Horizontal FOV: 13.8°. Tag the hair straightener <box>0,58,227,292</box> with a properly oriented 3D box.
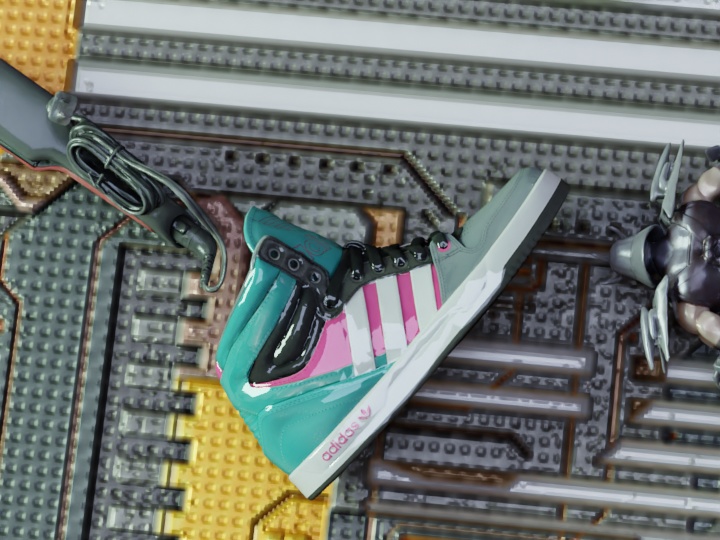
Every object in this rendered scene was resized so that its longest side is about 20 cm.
[{"bbox_3d":[-0.145,-0.057,1.484,0.200,0.077,0.041,39,81,11],"label":"hair straightener"}]

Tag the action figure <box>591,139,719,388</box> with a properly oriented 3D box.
[{"bbox_3d":[0.212,0.000,1.454,0.199,0.069,0.131,3,84,9],"label":"action figure"}]

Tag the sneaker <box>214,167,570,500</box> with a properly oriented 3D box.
[{"bbox_3d":[0.000,0.000,1.462,0.121,0.084,0.200,42,84,2],"label":"sneaker"}]
